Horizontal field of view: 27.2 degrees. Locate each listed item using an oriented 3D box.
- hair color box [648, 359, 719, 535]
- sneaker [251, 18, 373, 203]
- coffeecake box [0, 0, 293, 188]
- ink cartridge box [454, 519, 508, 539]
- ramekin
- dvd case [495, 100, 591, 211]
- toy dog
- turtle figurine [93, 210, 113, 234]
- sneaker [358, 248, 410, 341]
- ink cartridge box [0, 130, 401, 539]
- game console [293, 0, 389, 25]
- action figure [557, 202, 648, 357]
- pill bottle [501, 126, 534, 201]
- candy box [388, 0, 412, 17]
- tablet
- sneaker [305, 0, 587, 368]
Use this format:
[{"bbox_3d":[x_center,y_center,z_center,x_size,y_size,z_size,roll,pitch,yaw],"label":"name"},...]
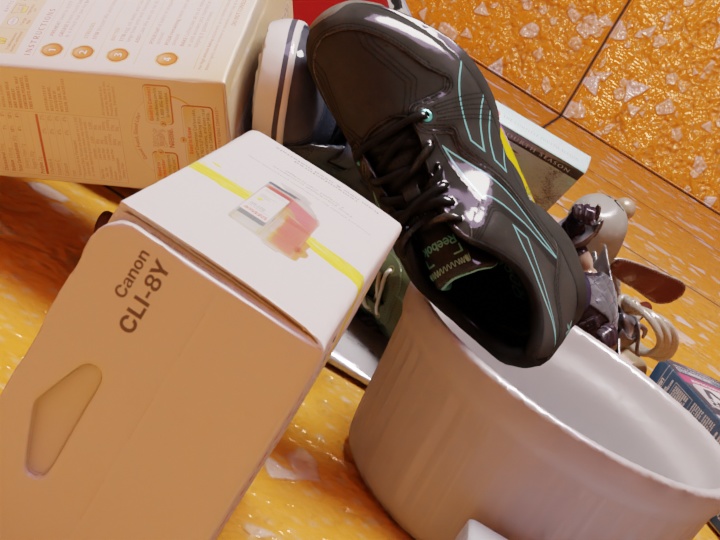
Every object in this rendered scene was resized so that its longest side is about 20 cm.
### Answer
[{"bbox_3d":[0.279,0.148,1.060,0.099,0.061,0.200,23,17,-27],"label":"hair color box"},{"bbox_3d":[-0.011,-0.083,0.818,0.078,0.080,0.200,9,-7,6],"label":"sneaker"},{"bbox_3d":[-0.147,-0.120,0.794,0.197,0.074,0.154,6,41,8],"label":"coffeecake box"},{"bbox_3d":[0.116,0.199,0.603,0.195,0.044,0.200,31,13,-3],"label":"ink cartridge box"},{"bbox_3d":[0.090,0.094,0.783,0.199,0.098,0.201,29,15,-9],"label":"ramekin"},{"bbox_3d":[0.080,-0.075,1.211,0.145,0.200,0.022,30,58,-7],"label":"dvd case"},{"bbox_3d":[0.190,0.014,1.102,0.132,0.096,0.200,52,-22,11],"label":"toy dog"},{"bbox_3d":[-0.058,-0.017,0.773,0.159,0.065,0.200,-4,13,22],"label":"turtle figurine"},{"bbox_3d":[0.000,0.000,0.941,0.089,0.068,0.201,17,18,-18],"label":"sneaker"},{"bbox_3d":[-0.064,0.039,0.562,0.083,0.146,0.200,32,15,1],"label":"ink cartridge box"},{"bbox_3d":[-0.098,-0.186,0.958,0.173,0.198,0.119,56,-17,35],"label":"game console"},{"bbox_3d":[0.122,0.007,0.928,0.199,0.069,0.131,31,36,-38],"label":"action figure"},{"bbox_3d":[0.077,-0.027,1.056,0.103,0.104,0.202,21,36,-34],"label":"pill bottle"},{"bbox_3d":[-0.017,-0.131,1.082,0.201,0.135,0.061,-95,160,-61],"label":"candy box"},{"bbox_3d":[0.004,0.045,0.941,0.198,0.014,0.130,31,14,-3],"label":"tablet"},{"bbox_3d":[0.041,-0.041,0.710,0.201,0.075,0.079,51,28,-8],"label":"sneaker"}]
